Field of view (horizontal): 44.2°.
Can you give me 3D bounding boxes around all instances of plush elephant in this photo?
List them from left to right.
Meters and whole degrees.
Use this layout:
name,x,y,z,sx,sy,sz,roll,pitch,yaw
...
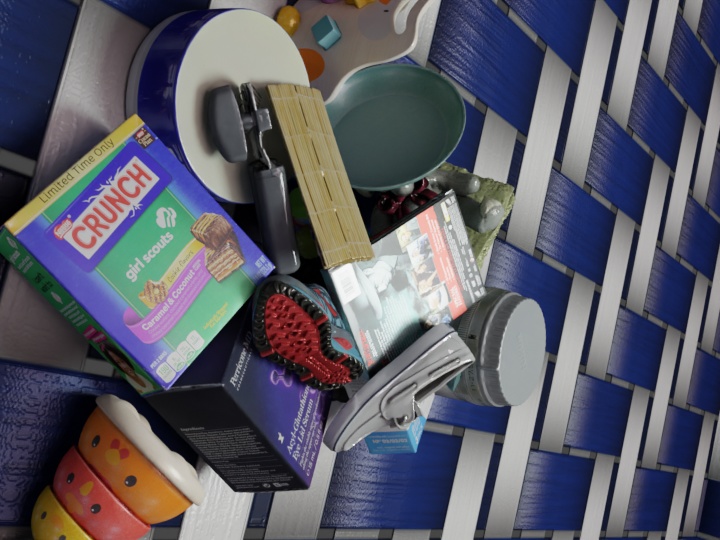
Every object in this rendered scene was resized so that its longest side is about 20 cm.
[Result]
name,x,y,z,sx,sy,sz,roll,pitch,yaw
plush elephant,0.058,-0.102,1.127,0.164,0.201,0.155,-39,131,5

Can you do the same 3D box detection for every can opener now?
name,x,y,z,sx,sy,sz,roll,pitch,yaw
can opener,-0.111,-0.090,0.904,0.066,0.053,0.202,-14,112,-15

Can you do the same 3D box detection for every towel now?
name,x,y,z,sx,sy,sz,roll,pitch,yaw
towel,0.121,-0.064,1.240,0.201,0.147,0.037,-60,164,-28

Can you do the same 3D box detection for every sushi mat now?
name,x,y,z,sx,sy,sz,roll,pitch,yaw
sushi mat,-0.042,-0.101,0.933,0.095,0.012,0.202,-8,78,-55

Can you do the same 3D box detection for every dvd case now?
name,x,y,z,sx,sy,sz,roll,pitch,yaw
dvd case,0.056,0.015,1.035,0.199,0.022,0.147,-34,115,-29

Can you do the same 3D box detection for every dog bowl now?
name,x,y,z,sx,sy,sz,roll,pitch,yaw
dog bowl,-0.144,-0.172,0.936,0.199,0.078,0.203,-12,105,-49

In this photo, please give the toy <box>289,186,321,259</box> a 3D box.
name,x,y,z,sx,sy,sz,roll,pitch,yaw
toy,-0.060,-0.056,1.026,0.200,0.047,0.117,80,1,-80

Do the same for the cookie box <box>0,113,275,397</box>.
name,x,y,z,sx,sy,sz,roll,pitch,yaw
cookie box,-0.208,-0.014,0.830,0.200,0.075,0.172,48,57,-13

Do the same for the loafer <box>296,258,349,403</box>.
name,x,y,z,sx,sy,sz,roll,pitch,yaw
loafer,-0.029,0.079,1.136,0.072,0.063,0.202,-31,120,-41

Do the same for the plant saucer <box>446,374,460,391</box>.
name,x,y,z,sx,sy,sz,roll,pitch,yaw
plant saucer,0.071,0.063,1.155,0.019,0.201,0.070,-27,152,-17

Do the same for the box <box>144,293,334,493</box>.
name,x,y,z,sx,sy,sz,roll,pitch,yaw
box,-0.124,0.126,0.964,0.201,0.103,0.149,58,33,-40

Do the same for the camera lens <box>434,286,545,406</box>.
name,x,y,z,sx,sy,sz,roll,pitch,yaw
camera lens,0.138,0.098,1.235,0.159,0.198,0.162,-13,106,-53

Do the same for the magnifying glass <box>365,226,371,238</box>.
name,x,y,z,sx,sy,sz,roll,pitch,yaw
magnifying glass,0.000,0.000,1.102,0.080,0.022,0.201,41,26,-44

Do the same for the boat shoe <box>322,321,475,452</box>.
name,x,y,z,sx,sy,sz,roll,pitch,yaw
boat shoe,0.045,0.146,1.013,0.200,0.065,0.074,-43,159,-2

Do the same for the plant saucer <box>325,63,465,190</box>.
name,x,y,z,sx,sy,sz,roll,pitch,yaw
plant saucer,0.030,-0.167,1.071,0.201,0.198,0.036,-59,153,-25

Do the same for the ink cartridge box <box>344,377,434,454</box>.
name,x,y,z,sx,sy,sz,roll,pitch,yaw
ink cartridge box,0.028,0.118,1.120,0.116,0.067,0.202,-63,141,-52

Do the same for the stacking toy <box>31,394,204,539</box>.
name,x,y,z,sx,sy,sz,roll,pitch,yaw
stacking toy,-0.261,0.234,0.849,0.200,0.146,0.147,-46,131,-16

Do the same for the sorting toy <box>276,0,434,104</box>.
name,x,y,z,sx,sy,sz,roll,pitch,yaw
sorting toy,0.017,-0.293,1.033,0.201,0.179,0.107,-56,135,-29

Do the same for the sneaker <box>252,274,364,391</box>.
name,x,y,z,sx,sy,sz,roll,pitch,yaw
sneaker,-0.065,0.051,0.925,0.200,0.079,0.096,58,8,-55
